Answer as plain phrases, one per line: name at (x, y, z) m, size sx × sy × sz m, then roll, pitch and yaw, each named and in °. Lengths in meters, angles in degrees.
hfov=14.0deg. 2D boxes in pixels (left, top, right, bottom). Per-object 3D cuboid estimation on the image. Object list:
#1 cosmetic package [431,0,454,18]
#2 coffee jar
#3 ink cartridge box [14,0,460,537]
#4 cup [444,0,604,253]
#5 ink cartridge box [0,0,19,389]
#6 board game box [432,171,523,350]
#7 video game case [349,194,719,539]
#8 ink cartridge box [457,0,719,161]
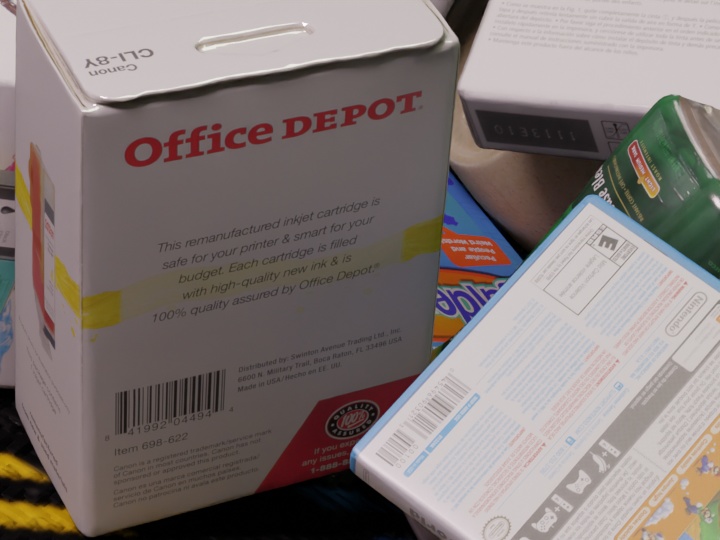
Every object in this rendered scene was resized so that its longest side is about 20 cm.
cosmetic package at (0.108, -0.211, 1.630) m, size 0.166 × 0.167 × 0.200 m, roll 11°, pitch 30°, yaw -27°
coffee jar at (0.092, 0.033, 1.165) m, size 0.085 × 0.200 × 0.104 m, roll 31°, pitch 22°, yaw -29°
ink cartridge box at (-0.049, -0.015, 1.091) m, size 0.145 × 0.200 × 0.083 m, roll -12°, pitch 41°, yaw -21°
cup at (0.117, -0.081, 1.359) m, size 0.143 × 0.200 × 0.200 m, roll 16°, pitch 28°, yaw -32°
ink cartridge box at (-0.167, -0.053, 1.155) m, size 0.200 × 0.146 × 0.147 m, roll 6°, pitch 33°, yaw -35°
board game box at (0.000, 0.000, 1.309) m, size 0.152 × 0.045 × 0.200 m, roll 3°, pitch 35°, yaw -36°
video game case at (0.117, 0.077, 1.043) m, size 0.200 × 0.018 × 0.143 m, roll 36°, pitch 65°, yaw 18°
ink cartridge box at (0.160, -0.122, 1.241) m, size 0.200 × 0.044 × 0.174 m, roll 7°, pitch 56°, yaw 23°
